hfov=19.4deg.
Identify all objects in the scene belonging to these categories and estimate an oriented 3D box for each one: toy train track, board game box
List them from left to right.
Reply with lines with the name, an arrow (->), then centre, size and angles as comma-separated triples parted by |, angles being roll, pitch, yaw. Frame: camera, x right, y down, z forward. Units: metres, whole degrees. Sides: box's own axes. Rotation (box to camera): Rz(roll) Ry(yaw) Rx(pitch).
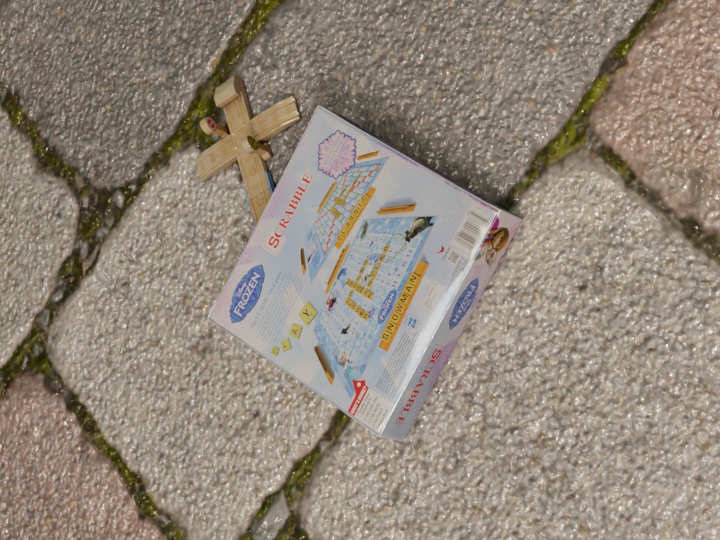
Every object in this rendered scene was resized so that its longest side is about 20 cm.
toy train track -> -0.095, -0.078, 1.773 | 0.115, 0.033, 0.200 | -31, 61, 27
board game box -> 0.000, 0.000, 1.662 | 0.199, 0.041, 0.200 | 33, 98, 32
